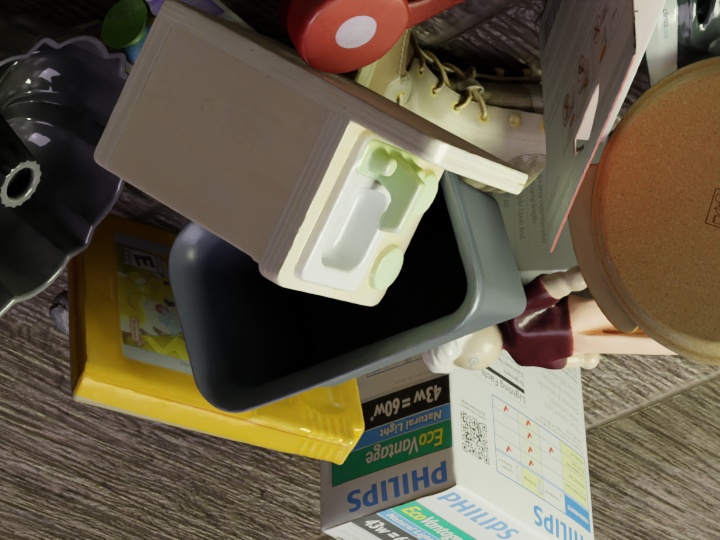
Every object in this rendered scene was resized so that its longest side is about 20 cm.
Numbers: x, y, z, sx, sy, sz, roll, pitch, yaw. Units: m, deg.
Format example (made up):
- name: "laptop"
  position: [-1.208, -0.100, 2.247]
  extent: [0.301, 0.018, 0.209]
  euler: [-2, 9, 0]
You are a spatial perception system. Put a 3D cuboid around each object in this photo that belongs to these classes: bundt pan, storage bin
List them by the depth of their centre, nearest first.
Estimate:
- name: "bundt pan"
  position: [-0.230, -0.070, 1.306]
  extent: [0.076, 0.202, 0.202]
  euler: [34, 161, 27]
- name: "storage bin"
  position: [0.000, 0.000, 1.342]
  extent: [0.199, 0.147, 0.134]
  euler: [-22, 165, 23]

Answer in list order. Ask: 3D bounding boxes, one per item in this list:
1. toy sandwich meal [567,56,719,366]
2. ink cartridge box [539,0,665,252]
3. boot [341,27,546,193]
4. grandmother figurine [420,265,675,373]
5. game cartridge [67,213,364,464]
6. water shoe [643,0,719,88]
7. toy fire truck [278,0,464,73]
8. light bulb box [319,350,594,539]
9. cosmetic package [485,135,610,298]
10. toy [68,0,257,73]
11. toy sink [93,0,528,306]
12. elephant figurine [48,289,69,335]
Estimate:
- name: "toy sandwich meal"
  position: [0.226, -0.032, 1.298]
  extent: [0.204, 0.207, 0.070]
  euler: [-17, 172, 24]
- name: "ink cartridge box"
  position: [0.145, -0.133, 1.226]
  extent: [0.043, 0.175, 0.200]
  euler: [4, 149, -8]
- name: "boot"
  position: [0.055, -0.118, 1.350]
  extent: [0.154, 0.073, 0.201]
  euler: [0, 139, -13]
- name: "grandmother figurine"
  position: [0.137, 0.037, 1.408]
  extent: [0.198, 0.061, 0.122]
  euler: [-6, 137, 4]
- name: "game cartridge"
  position: [-0.097, 0.041, 1.427]
  extent: [0.199, 0.177, 0.033]
  euler: [14, 125, -20]
- name: "water shoe"
  position: [0.220, -0.123, 1.344]
  extent: [0.078, 0.072, 0.200]
  euler: [-9, 148, 11]
- name: "toy fire truck"
  position: [0.032, -0.202, 1.173]
  extent: [0.167, 0.113, 0.201]
  euler: [-9, 142, -22]
- name: "light bulb box"
  position: [0.073, 0.123, 1.617]
  extent: [0.124, 0.201, 0.198]
  euler: [-22, 143, 30]
- name: "cosmetic package"
  position: [0.186, -0.027, 1.462]
  extent: [0.198, 0.114, 0.081]
  euler: [-4, 149, 3]
- name: "toy"
  position: [-0.096, -0.106, 1.385]
  extent: [0.114, 0.048, 0.200]
  euler: [-17, 145, 27]
- name: "toy sink"
  position: [-0.028, -0.054, 1.215]
  extent: [0.199, 0.113, 0.130]
  euler: [29, -172, 26]
- name: "elephant figurine"
  position: [-0.149, 0.037, 1.544]
  extent: [0.198, 0.142, 0.156]
  euler: [6, 134, -23]
